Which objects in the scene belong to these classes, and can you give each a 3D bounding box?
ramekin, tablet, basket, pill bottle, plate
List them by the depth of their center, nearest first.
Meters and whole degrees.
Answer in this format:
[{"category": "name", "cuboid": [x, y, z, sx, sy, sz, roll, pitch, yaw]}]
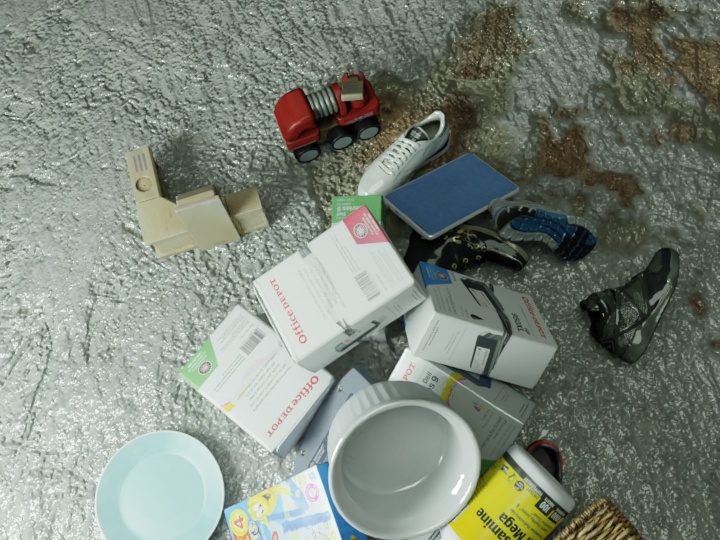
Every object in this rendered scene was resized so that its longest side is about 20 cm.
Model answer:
[{"category": "ramekin", "cuboid": [0.050, 0.244, 1.015, 0.200, 0.098, 0.201, -3, 106, -11]}, {"category": "pill bottle", "cuboid": [0.181, 0.342, 1.025, 0.112, 0.112, 0.200, 44, 91, 16]}, {"category": "basket", "cuboid": [0.300, 0.420, 1.045, 0.200, 0.143, 0.149, -41, 77, -5]}, {"category": "plate", "cuboid": [-0.305, 0.347, 1.171, 0.200, 0.026, 0.200, -1, 72, 3]}, {"category": "tablet", "cuboid": [0.150, -0.126, 1.270, 0.200, 0.014, 0.130, -28, 52, -24]}]

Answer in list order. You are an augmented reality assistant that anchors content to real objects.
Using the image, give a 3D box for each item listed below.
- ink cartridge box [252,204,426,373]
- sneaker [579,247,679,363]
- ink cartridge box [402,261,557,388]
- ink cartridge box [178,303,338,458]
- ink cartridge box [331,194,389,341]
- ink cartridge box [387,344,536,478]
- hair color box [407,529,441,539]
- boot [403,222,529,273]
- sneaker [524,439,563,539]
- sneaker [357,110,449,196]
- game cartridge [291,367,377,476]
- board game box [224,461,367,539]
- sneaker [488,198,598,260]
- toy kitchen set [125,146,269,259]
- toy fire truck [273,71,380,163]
[{"category": "ink cartridge box", "cuboid": [-0.031, 0.029, 1.077, 0.200, 0.085, 0.146, -33, 64, 5]}, {"category": "sneaker", "cuboid": [0.425, 0.035, 1.208, 0.114, 0.076, 0.200, 29, 80, 6]}, {"category": "ink cartridge box", "cuboid": [0.171, 0.080, 1.135, 0.200, 0.084, 0.145, 17, 27, -15]}, {"category": "ink cartridge box", "cuboid": [-0.154, 0.172, 1.184, 0.200, 0.084, 0.145, 35, 76, 19]}, {"category": "ink cartridge box", "cuboid": [0.000, 0.000, 1.207, 0.084, 0.146, 0.200, 0, 71, 6]}, {"category": "ink cartridge box", "cuboid": [0.132, 0.209, 1.128, 0.200, 0.087, 0.145, 34, 114, 15]}, {"category": "hair color box", "cuboid": [0.093, 0.354, 1.125, 0.200, 0.061, 0.100, 39, 78, 15]}, {"category": "boot", "cuboid": [0.156, -0.004, 1.238, 0.200, 0.073, 0.151, 24, 73, 15]}, {"category": "sneaker", "cuboid": [0.246, 0.340, 1.108, 0.075, 0.085, 0.200, 13, 73, 8]}, {"category": "sneaker", "cuboid": [0.071, -0.196, 1.307, 0.200, 0.081, 0.076, -44, 76, -10]}, {"category": "game cartridge", "cuboid": [-0.023, 0.251, 1.124, 0.133, 0.041, 0.200, 39, 103, 42]}, {"category": "board game box", "cuboid": [-0.082, 0.396, 1.071, 0.196, 0.056, 0.200, -33, 68, 29]}, {"category": "sneaker", "cuboid": [0.296, -0.079, 1.242, 0.200, 0.087, 0.075, 17, 111, -22]}, {"category": "toy kitchen set", "cuboid": [-0.280, -0.148, 1.267, 0.200, 0.163, 0.181, -17, 71, -3]}, {"category": "toy fire truck", "cuboid": [-0.053, -0.273, 1.276, 0.176, 0.200, 0.129, -21, 71, -4]}]
